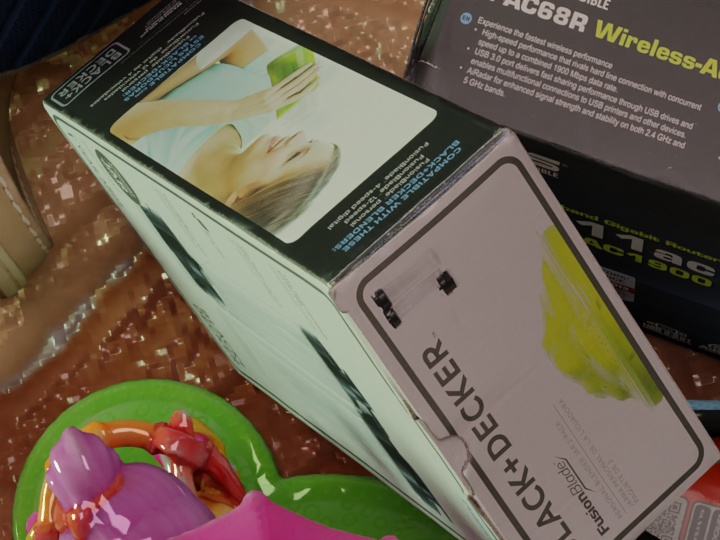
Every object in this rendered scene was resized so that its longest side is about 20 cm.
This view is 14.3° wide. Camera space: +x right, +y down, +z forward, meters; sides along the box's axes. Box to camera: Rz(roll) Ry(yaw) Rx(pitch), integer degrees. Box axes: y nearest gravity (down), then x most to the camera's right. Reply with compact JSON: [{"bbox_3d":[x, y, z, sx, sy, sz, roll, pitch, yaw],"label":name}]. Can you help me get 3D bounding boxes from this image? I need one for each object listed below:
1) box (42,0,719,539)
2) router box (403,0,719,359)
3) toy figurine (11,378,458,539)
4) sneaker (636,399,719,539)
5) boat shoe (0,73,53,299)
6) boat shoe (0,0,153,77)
[{"bbox_3d":[0.000,0.000,0.770,0.060,0.200,0.117,-40,118,-10],"label":"box"},{"bbox_3d":[0.114,-0.020,0.806,0.199,0.150,0.062,19,75,9],"label":"router box"},{"bbox_3d":[-0.036,0.090,0.759,0.150,0.184,0.200,-39,73,-5],"label":"toy figurine"},{"bbox_3d":[0.140,0.081,0.805,0.199,0.090,0.079,9,73,6],"label":"sneaker"},{"bbox_3d":[-0.130,-0.088,0.881,0.064,0.071,0.201,-23,72,-4],"label":"boat shoe"},{"bbox_3d":[-0.082,-0.116,0.855,0.200,0.072,0.073,-28,76,-45],"label":"boat shoe"}]
